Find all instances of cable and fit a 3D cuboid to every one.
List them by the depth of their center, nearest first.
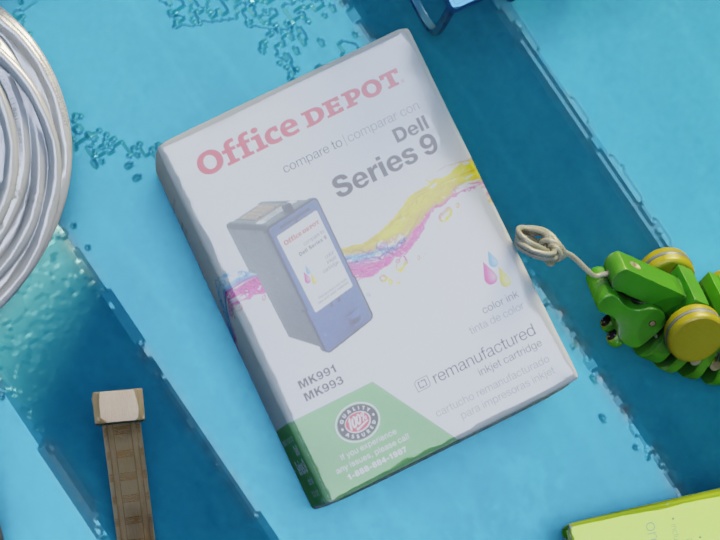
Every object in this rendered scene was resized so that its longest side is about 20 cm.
[{"bbox_3d":[-0.246,-0.055,1.268,0.198,0.069,0.202,7,84,-6],"label":"cable"}]

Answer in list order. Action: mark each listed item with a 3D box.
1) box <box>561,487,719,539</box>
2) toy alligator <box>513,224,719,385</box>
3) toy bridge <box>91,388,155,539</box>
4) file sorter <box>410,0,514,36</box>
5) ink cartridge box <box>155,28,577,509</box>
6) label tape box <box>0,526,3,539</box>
[{"bbox_3d":[0.213,0.169,1.288,0.198,0.048,0.123,-12,85,0],"label":"box"},{"bbox_3d":[0.152,0.024,1.291,0.199,0.059,0.054,16,122,-25],"label":"toy alligator"},{"bbox_3d":[-0.109,0.160,1.257,0.027,0.067,0.202,-8,86,-6],"label":"toy bridge"},{"bbox_3d":[0.099,-0.224,1.293,0.199,0.123,0.140,-25,86,-8],"label":"file sorter"},{"bbox_3d":[0.000,0.000,1.277,0.144,0.088,0.201,-25,85,-7],"label":"ink cartridge box"},{"bbox_3d":[-0.258,0.100,1.215,0.142,0.066,0.202,-11,103,2],"label":"label tape box"}]
